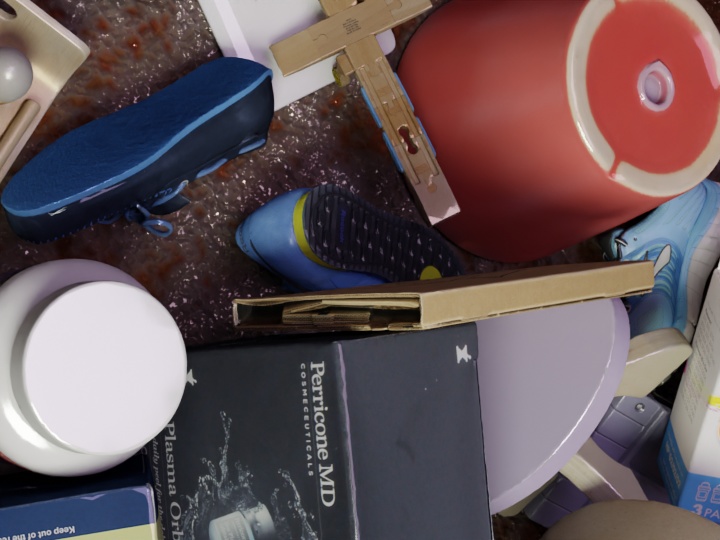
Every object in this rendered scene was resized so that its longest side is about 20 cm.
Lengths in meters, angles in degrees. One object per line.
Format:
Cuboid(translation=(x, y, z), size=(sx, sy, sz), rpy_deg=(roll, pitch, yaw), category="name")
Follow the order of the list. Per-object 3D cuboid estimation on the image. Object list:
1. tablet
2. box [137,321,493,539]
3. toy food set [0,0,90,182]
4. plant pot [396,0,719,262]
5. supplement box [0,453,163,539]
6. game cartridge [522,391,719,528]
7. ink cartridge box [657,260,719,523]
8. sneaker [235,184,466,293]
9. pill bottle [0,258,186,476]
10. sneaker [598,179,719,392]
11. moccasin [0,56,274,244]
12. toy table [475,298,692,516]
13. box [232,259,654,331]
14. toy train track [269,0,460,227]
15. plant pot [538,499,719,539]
Cuboid(translation=(-0.063, -0.220, 0.882), size=(0.129, 0.014, 0.202), rpy_deg=(-30, 101, -27), category="tablet")
Cuboid(translation=(-0.030, 0.137, 0.756), size=(0.116, 0.198, 0.200), rpy_deg=(-4, 87, -45), category="box")
Cuboid(translation=(-0.263, -0.088, 0.737), size=(0.143, 0.060, 0.202), rpy_deg=(36, 70, -22), category="toy food set")
Cuboid(translation=(0.146, -0.112, 0.896), size=(0.198, 0.177, 0.204), rpy_deg=(2, 85, -29), category="plant pot")
Cuboid(translation=(-0.194, 0.218, 0.682), size=(0.197, 0.134, 0.203), rpy_deg=(-8, 90, -10), category="supplement box")
Cuboid(translation=(0.229, 0.173, 0.969), size=(0.198, 0.038, 0.131), rpy_deg=(29, 101, -23), category="game cartridge")
Cuboid(translation=(0.279, 0.072, 0.858), size=(0.113, 0.068, 0.203), rpy_deg=(7, 118, -2), category="ink cartridge box")
Cuboid(translation=(0.000, 0.000, 0.881), size=(0.199, 0.078, 0.067), rpy_deg=(27, 59, -43), category="sneaker")
Cuboid(translation=(-0.165, 0.052, 0.701), size=(0.110, 0.199, 0.113), rpy_deg=(2, 85, -27), category="pill bottle")
Cuboid(translation=(0.213, 0.010, 0.996), size=(0.089, 0.078, 0.202), rpy_deg=(26, 70, -5), category="sneaker")
Cuboid(translation=(-0.123, -0.061, 0.798), size=(0.199, 0.080, 0.069), rpy_deg=(-31, 134, -29), category="moccasin")
Cuboid(translation=(0.124, 0.095, 0.878), size=(0.116, 0.199, 0.186), rpy_deg=(23, 42, -42), category="toy table")
Cuboid(translation=(0.049, 0.015, 0.758), size=(0.198, 0.162, 0.022), rpy_deg=(-7, 92, -42), category="box")
Cuboid(translation=(0.011, -0.122, 0.878), size=(0.113, 0.033, 0.202), rpy_deg=(-25, 84, -10), category="toy train track")
Cuboid(translation=(0.142, 0.264, 0.742), size=(0.200, 0.185, 0.190), rpy_deg=(-36, 105, -54), category="plant pot")
